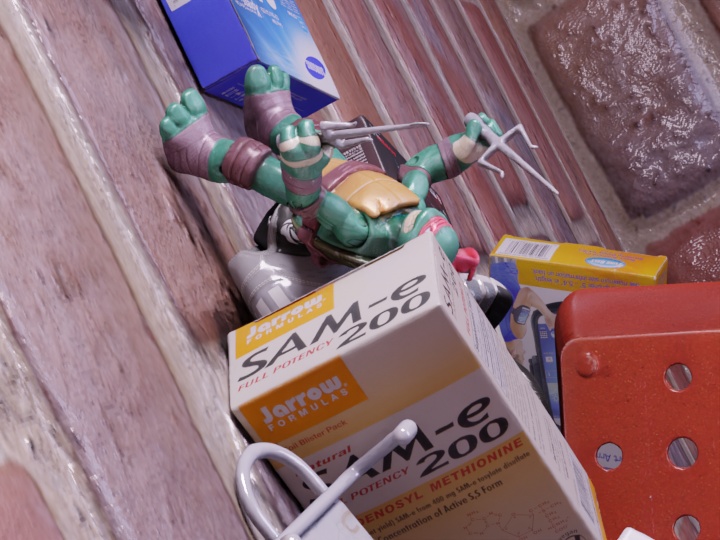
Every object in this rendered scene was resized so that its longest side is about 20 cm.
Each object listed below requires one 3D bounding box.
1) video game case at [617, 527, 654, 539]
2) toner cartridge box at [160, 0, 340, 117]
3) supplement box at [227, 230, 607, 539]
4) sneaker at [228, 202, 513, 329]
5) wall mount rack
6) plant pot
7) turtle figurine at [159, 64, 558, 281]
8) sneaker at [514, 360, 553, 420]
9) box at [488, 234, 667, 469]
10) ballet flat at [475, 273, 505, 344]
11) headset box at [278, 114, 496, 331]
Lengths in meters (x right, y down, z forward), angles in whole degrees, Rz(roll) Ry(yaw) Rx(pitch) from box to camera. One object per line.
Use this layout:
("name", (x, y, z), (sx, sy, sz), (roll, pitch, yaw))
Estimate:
("video game case", (0.192, 0.228, 1.358), (0.143, 0.018, 0.201), (30, -29, 14))
("toner cartridge box", (-0.074, -0.155, 1.581), (0.096, 0.043, 0.200), (65, 11, 8))
("supplement box", (0.032, 0.095, 1.275), (0.200, 0.125, 0.074), (55, 15, -30))
("sneaker", (0.000, 0.000, 1.379), (0.116, 0.075, 0.199), (50, 28, 22))
("wall mount rack", (0.016, 0.156, 1.138), (0.200, 0.074, 0.174), (50, 29, 0))
("plant pot", (0.202, 0.104, 1.423), (0.176, 0.198, 0.202), (7, 80, -72))
("turtle figurine", (-0.004, -0.049, 1.295), (0.199, 0.101, 0.149), (24, 16, 34))
("sneaker", (0.087, 0.157, 1.485), (0.115, 0.075, 0.202), (54, 31, -83))
("box", (0.148, 0.081, 1.678), (0.041, 0.118, 0.202), (-46, 140, -61))
("ballet flat", (0.059, 0.037, 1.657), (0.067, 0.070, 0.201), (26, 36, -61))
("headset box", (0.029, 0.024, 1.548), (0.149, 0.075, 0.201), (42, 23, -59))
